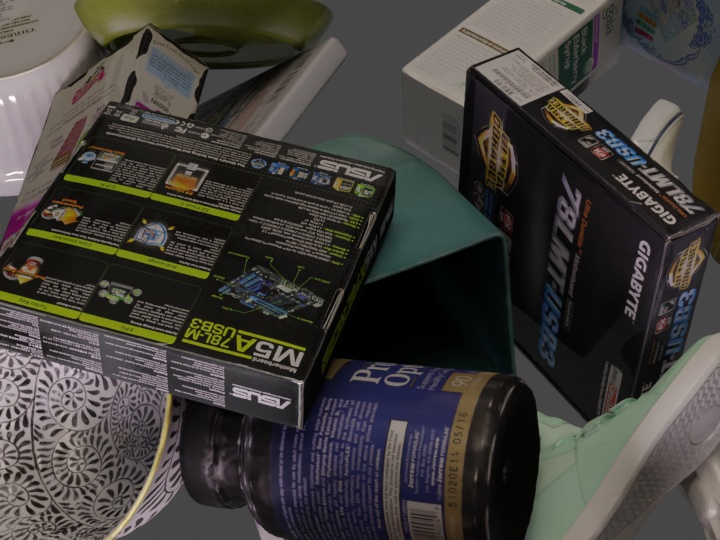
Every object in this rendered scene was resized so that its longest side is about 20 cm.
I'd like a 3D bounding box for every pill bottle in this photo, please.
[{"bbox_3d":[-0.002,0.109,0.875,0.199,0.112,0.112,4,47,22],"label":"pill bottle"}]

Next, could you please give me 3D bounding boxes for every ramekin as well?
[{"bbox_3d":[-0.290,-0.167,1.217,0.198,0.105,0.201,-3,48,3],"label":"ramekin"}]

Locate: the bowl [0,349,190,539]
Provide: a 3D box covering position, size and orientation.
[{"bbox_3d":[-0.162,0.091,0.955,0.200,0.094,0.202,-10,73,37],"label":"bowl"}]

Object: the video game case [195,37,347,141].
[{"bbox_3d":[-0.115,-0.084,1.111,0.182,0.022,0.200,-18,31,47],"label":"video game case"}]

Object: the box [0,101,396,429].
[{"bbox_3d":[-0.097,-0.011,0.881,0.198,0.048,0.194,13,47,9],"label":"box"}]

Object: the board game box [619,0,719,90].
[{"bbox_3d":[0.255,-0.251,1.186,0.043,0.201,0.199,-39,56,-23],"label":"board game box"}]

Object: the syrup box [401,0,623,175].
[{"bbox_3d":[0.127,-0.169,1.203,0.081,0.079,0.200,33,57,30],"label":"syrup box"}]

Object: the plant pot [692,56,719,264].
[{"bbox_3d":[0.337,-0.089,1.033,0.193,0.196,0.201,21,59,9],"label":"plant pot"}]

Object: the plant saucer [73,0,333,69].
[{"bbox_3d":[-0.120,-0.184,1.131,0.198,0.200,0.031,0,86,4],"label":"plant saucer"}]

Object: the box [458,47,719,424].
[{"bbox_3d":[0.139,-0.013,0.978,0.049,0.201,0.199,-23,50,-23],"label":"box"}]

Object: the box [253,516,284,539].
[{"bbox_3d":[-0.077,0.092,1.007,0.038,0.042,0.201,-15,49,-10],"label":"box"}]

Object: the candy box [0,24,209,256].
[{"bbox_3d":[-0.191,-0.061,1.061,0.136,0.061,0.201,-24,44,43],"label":"candy box"}]

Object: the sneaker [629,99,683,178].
[{"bbox_3d":[0.213,-0.043,1.099,0.070,0.073,0.201,26,59,6],"label":"sneaker"}]

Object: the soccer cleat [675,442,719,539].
[{"bbox_3d":[0.243,0.161,0.903,0.077,0.070,0.201,0,48,-19],"label":"soccer cleat"}]

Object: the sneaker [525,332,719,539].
[{"bbox_3d":[0.144,0.097,0.912,0.201,0.074,0.118,-53,49,9],"label":"sneaker"}]

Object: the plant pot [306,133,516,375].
[{"bbox_3d":[0.000,0.000,1.026,0.140,0.142,0.200,-19,38,-13],"label":"plant pot"}]
